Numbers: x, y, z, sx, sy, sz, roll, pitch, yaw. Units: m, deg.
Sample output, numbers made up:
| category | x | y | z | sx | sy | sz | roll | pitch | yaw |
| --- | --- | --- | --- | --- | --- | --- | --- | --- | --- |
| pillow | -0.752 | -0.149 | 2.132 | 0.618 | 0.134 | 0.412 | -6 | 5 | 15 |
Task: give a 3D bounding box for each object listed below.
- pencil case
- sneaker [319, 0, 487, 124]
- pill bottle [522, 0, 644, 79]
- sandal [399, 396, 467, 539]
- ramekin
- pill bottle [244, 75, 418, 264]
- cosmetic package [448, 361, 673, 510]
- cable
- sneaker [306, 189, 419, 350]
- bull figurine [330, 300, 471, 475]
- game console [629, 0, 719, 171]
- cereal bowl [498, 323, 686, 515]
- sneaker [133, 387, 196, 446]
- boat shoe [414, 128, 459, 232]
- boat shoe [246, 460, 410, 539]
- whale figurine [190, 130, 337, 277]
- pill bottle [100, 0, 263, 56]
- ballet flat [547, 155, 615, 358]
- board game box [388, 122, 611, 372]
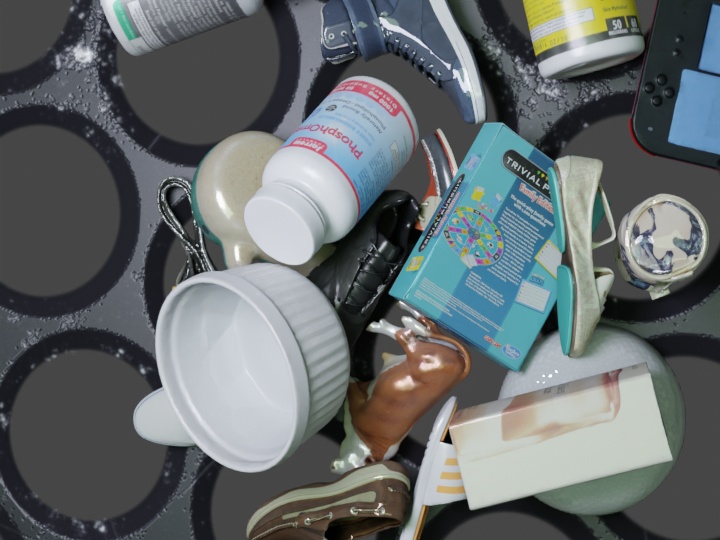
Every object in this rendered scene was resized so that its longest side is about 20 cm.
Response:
| category | x | y | z | sx | sy | sz | roll | pitch | yaw |
| --- | --- | --- | --- | --- | --- | --- | --- | --- | --- |
| pencil case | 0.290 | -0.022 | 1.349 | 0.077 | 0.200 | 0.090 | -29 | 84 | 5 |
| sneaker | 0.039 | -0.222 | 1.444 | 0.145 | 0.077 | 0.204 | -24 | 77 | -1 |
| pill bottle | 0.213 | -0.304 | 1.402 | 0.110 | 0.111 | 0.203 | -14 | 89 | 10 |
| sandal | 0.087 | 0.234 | 1.459 | 0.058 | 0.079 | 0.209 | 16 | 102 | 8 |
| ramekin | -0.102 | 0.088 | 1.382 | 0.198 | 0.104 | 0.203 | 17 | 116 | 37 |
| pill bottle | -0.030 | -0.100 | 1.400 | 0.108 | 0.200 | 0.110 | 22 | 139 | 20 |
| cosmetic package | 0.193 | 0.158 | 1.338 | 0.197 | 0.103 | 0.089 | -15 | 89 | 9 |
| cable | -0.177 | -0.004 | 1.509 | 0.096 | 0.050 | 0.203 | -4 | 91 | 7 |
| sneaker | 0.000 | 0.000 | 1.425 | 0.075 | 0.090 | 0.202 | 28 | 74 | -28 |
| bull figurine | 0.027 | 0.127 | 1.462 | 0.200 | 0.065 | 0.122 | -44 | 81 | 17 |
| game console | 0.379 | -0.187 | 1.397 | 0.197 | 0.031 | 0.179 | 13 | 94 | -3 |
| cereal bowl | 0.235 | 0.155 | 1.423 | 0.197 | 0.083 | 0.203 | 0 | 90 | 10 |
| sneaker | -0.156 | 0.154 | 1.498 | 0.197 | 0.071 | 0.074 | -6 | 90 | 10 |
| boat shoe | 0.088 | -0.045 | 1.452 | 0.062 | 0.071 | 0.203 | -13 | 95 | 6 |
| boat shoe | -0.038 | 0.266 | 1.452 | 0.201 | 0.075 | 0.076 | -28 | 47 | 27 |
| whale figurine | -0.095 | -0.051 | 1.477 | 0.200 | 0.103 | 0.160 | 45 | 63 | -15 |
| pill bottle | -0.170 | -0.311 | 1.468 | 0.197 | 0.113 | 0.115 | -17 | 88 | 10 |
| ballet flat | 0.224 | -0.013 | 1.371 | 0.061 | 0.067 | 0.203 | -5 | 99 | -2 |
| board game box | 0.142 | -0.023 | 1.405 | 0.150 | 0.047 | 0.202 | 32 | 84 | -20 |
